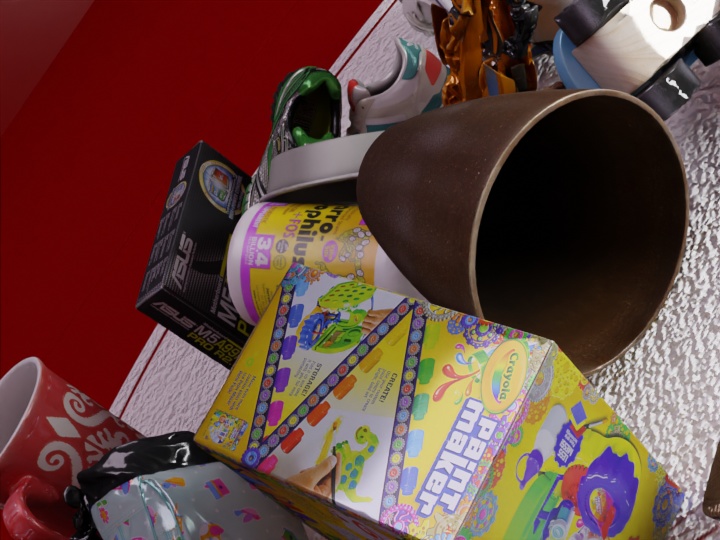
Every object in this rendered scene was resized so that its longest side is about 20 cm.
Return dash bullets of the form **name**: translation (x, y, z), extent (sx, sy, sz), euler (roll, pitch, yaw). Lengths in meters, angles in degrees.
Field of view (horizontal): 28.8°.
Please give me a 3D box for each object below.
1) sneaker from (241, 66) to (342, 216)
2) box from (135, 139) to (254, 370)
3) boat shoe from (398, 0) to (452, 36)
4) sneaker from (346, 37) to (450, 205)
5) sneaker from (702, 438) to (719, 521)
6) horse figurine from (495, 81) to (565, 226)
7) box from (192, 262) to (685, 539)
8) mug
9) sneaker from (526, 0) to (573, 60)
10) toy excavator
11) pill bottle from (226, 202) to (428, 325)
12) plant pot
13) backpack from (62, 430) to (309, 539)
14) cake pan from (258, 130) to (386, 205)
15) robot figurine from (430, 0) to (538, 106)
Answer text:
- **sneaker**: translation (-0.062, -0.094, 1.308), extent (0.085, 0.077, 0.202), euler (-174, 92, -77)
- **box**: translation (-0.121, -0.005, 1.333), extent (0.044, 0.160, 0.201), euler (-33, 32, 34)
- **boat shoe**: translation (0.074, -0.273, 1.430), extent (0.066, 0.072, 0.200), euler (-52, 25, 13)
- **sneaker**: translation (0.006, -0.135, 1.350), extent (0.200, 0.093, 0.070), euler (-50, 26, 9)
- **sneaker**: translation (0.251, 0.100, 0.706), extent (0.200, 0.108, 0.071), euler (109, -179, -66)
- **horse figurine**: translation (0.139, -0.103, 1.111), extent (0.201, 0.050, 0.133), euler (-60, -5, 2)
- **box**: translation (0.049, 0.114, 0.805), extent (0.192, 0.200, 0.123), euler (17, 71, 41)
- **mug**: translation (-0.256, 0.204, 1.268), extent (0.133, 0.199, 0.179), euler (-28, 37, 41)
- **sneaker**: translation (0.148, -0.240, 1.197), extent (0.080, 0.116, 0.199), euler (-42, 25, -18)
- **toy excavator**: translation (0.205, -0.181, 1.010), extent (0.194, 0.100, 0.200), euler (-44, 4, -13)
- **pill bottle**: translation (0.000, 0.000, 1.123), extent (0.198, 0.105, 0.105), euler (3, 56, 25)
- **plant pot**: translation (0.088, -0.044, 0.962), extent (0.199, 0.187, 0.188), euler (23, 79, 53)
- **backpack**: translation (-0.109, 0.219, 1.021), extent (0.127, 0.166, 0.201), euler (-46, 59, 44)
- **cake pan**: translation (0.010, -0.086, 1.187), extent (0.200, 0.199, 0.037), euler (-13, 84, 54)
- **robot figurine**: translation (0.097, -0.199, 1.147), extent (0.058, 0.201, 0.145), euler (-25, 46, -11)
